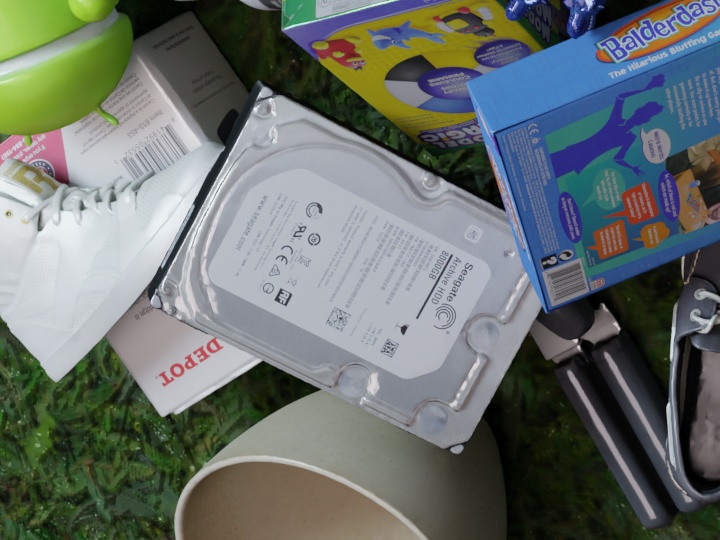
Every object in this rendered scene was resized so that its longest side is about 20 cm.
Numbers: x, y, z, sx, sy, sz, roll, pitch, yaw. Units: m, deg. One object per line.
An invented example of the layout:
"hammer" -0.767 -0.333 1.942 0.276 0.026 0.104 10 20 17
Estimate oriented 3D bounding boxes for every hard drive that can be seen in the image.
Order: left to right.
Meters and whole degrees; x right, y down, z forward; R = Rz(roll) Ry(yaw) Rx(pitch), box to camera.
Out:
"hard drive" 0.000 0.000 1.231 0.200 0.038 0.140 27 97 -13

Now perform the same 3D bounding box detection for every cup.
"cup" 0.009 0.143 1.334 0.200 0.143 0.200 18 135 19

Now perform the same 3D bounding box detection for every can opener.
"can opener" 0.136 0.065 1.303 0.053 0.067 0.200 -30 90 31

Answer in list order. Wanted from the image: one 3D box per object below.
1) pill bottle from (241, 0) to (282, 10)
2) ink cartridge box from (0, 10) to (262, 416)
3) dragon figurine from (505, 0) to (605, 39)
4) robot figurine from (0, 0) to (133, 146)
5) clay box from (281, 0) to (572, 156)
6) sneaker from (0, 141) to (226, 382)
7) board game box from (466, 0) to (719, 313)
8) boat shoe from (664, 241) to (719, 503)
"pill bottle" -0.019 -0.205 1.232 0.200 0.116 0.116 -2 110 24
"ink cartridge box" -0.112 -0.033 1.361 0.145 0.084 0.200 -33 94 30
"dragon figurine" 0.143 -0.205 1.113 0.059 0.099 0.200 32 103 8
"robot figurine" -0.202 -0.165 1.242 0.175 0.116 0.200 -6 113 42
"clay box" 0.056 -0.119 1.202 0.115 0.200 0.048 -12 64 27
"sneaker" -0.162 -0.032 1.291 0.116 0.074 0.200 45 121 -2
"board game box" 0.168 -0.074 1.156 0.200 0.045 0.152 -22 138 -1
"boat shoe" 0.211 0.036 1.244 0.073 0.063 0.200 10 100 9
